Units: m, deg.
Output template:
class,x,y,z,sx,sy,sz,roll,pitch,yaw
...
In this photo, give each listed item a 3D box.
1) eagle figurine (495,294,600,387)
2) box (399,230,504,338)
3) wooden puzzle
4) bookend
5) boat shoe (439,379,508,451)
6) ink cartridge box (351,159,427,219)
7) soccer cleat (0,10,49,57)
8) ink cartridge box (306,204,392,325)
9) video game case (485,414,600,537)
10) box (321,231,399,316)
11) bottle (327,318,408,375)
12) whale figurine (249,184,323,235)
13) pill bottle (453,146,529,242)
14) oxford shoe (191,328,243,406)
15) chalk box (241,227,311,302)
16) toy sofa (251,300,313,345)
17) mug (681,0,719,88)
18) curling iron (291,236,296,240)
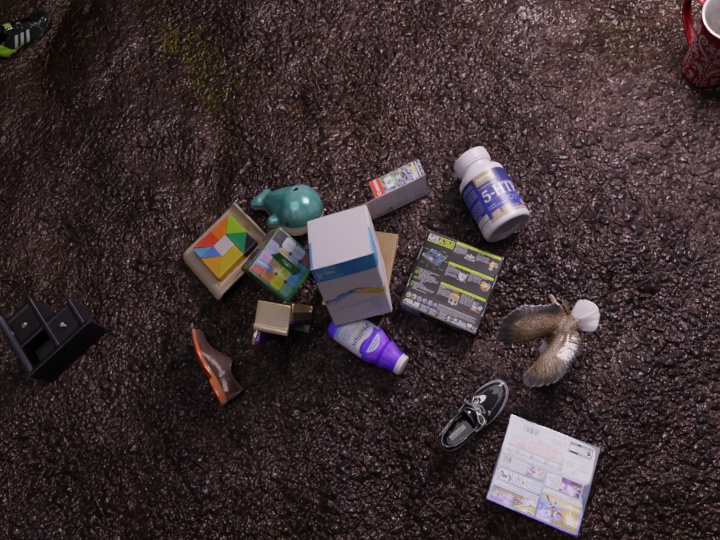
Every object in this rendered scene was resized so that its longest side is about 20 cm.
class,x,y,z,sx,sy,sz,roll,pitch,yaw
eagle figurine,0.410,0.145,1.419,0.150,0.196,0.156,19,119,47
box,0.214,0.030,1.544,0.195,0.048,0.198,20,75,17
wooden puzzle,-0.341,-0.054,1.662,0.200,0.037,0.184,-47,60,-4
bookend,-0.783,0.136,1.673,0.199,0.092,0.200,-41,70,-5
boat shoe,0.247,0.313,1.437,0.197,0.068,0.074,-38,70,-3
ink cartridge box,0.065,-0.188,1.604,0.195,0.109,0.052,-24,70,2
soccer cleat,-1.033,-0.726,1.992,0.198,0.081,0.068,-39,70,-3
ink cartridge box,-0.022,-0.007,1.474,0.141,0.203,0.150,-14,47,6
video game case,0.383,0.430,1.388,0.195,0.046,0.186,18,76,16
box,0.000,0.000,1.605,0.158,0.021,0.206,8,74,13
bottle,0.019,0.168,1.526,0.197,0.065,0.085,33,80,18
whale figurine,-0.185,-0.169,1.638,0.196,0.106,0.159,22,48,25
pill bottle,0.302,-0.183,1.553,0.117,0.120,0.204,-27,70,1
oxford shoe,-0.348,0.223,1.587,0.071,0.072,0.203,-25,73,-19
chalk box,-0.188,-0.013,1.534,0.124,0.200,0.125,39,82,-13
toy sofa,-0.175,0.123,1.505,0.080,0.200,0.101,9,88,11
mug,0.824,-0.546,1.524,0.129,0.200,0.183,-8,70,8
curling iron,-0.255,-0.050,1.666,0.194,0.026,0.051,-14,69,7
